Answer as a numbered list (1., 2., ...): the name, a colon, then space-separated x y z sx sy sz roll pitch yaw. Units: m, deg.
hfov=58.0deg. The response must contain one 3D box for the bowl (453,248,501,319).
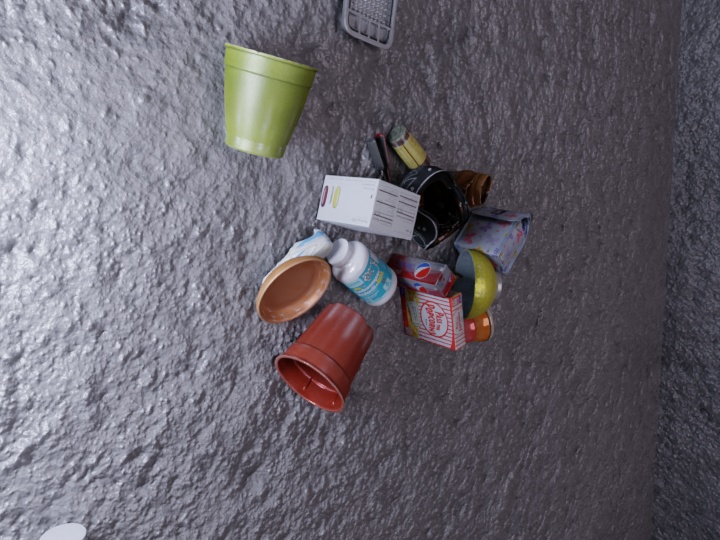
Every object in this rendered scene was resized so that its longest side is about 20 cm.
1. bowl: 0.351 0.042 1.903 0.104 0.200 0.207 2 99 -10

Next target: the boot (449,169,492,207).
1. boot: 0.290 -0.192 1.862 0.073 0.152 0.206 17 87 -43

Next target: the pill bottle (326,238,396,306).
1. pill bottle: 0.000 0.000 1.651 0.199 0.109 0.113 38 73 -41

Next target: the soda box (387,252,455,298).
1. soda box: 0.155 0.013 1.741 0.064 0.197 0.071 46 69 -38

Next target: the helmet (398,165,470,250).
1. helmet: 0.180 -0.175 1.732 0.197 0.200 0.193 -28 81 -36

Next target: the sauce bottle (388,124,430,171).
1. sauce bottle: 0.148 -0.307 1.765 0.200 0.064 0.066 46 68 -41

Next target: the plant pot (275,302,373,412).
1. plant pot: -0.075 0.200 1.577 0.197 0.197 0.203 -54 130 -32

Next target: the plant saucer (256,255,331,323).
1. plant saucer: -0.158 0.038 1.501 0.197 0.038 0.203 -30 149 -20

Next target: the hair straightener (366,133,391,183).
1. hair straightener: 0.046 -0.249 1.701 0.076 0.040 0.205 -31 123 -35

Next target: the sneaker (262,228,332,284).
1. sneaker: -0.155 -0.023 1.538 0.198 0.072 0.073 -38 152 -19

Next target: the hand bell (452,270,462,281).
1. hand bell: 0.219 0.094 1.916 0.102 0.103 0.205 11 103 -44

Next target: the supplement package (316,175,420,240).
1. supplement package: 0.017 -0.153 1.574 0.153 0.197 0.115 13 90 -43

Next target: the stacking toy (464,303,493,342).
1. stacking toy: 0.296 0.176 1.981 0.195 0.145 0.150 -20 113 -23

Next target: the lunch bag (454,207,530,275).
1. lunch bag: 0.405 -0.110 1.980 0.202 0.167 0.128 -53 137 -22

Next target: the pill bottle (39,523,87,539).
1. pill bottle: -0.556 0.597 1.232 0.110 0.111 0.207 -11 106 -41

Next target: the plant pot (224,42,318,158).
1. plant pot: -0.203 -0.344 1.347 0.197 0.198 0.199 1 110 -43

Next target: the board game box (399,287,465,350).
1. board game box: 0.199 0.122 1.807 0.046 0.197 0.156 -22 113 -37

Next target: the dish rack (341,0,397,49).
1. dish rack: 0.020 -0.659 1.583 0.168 0.043 0.207 4 96 -44
